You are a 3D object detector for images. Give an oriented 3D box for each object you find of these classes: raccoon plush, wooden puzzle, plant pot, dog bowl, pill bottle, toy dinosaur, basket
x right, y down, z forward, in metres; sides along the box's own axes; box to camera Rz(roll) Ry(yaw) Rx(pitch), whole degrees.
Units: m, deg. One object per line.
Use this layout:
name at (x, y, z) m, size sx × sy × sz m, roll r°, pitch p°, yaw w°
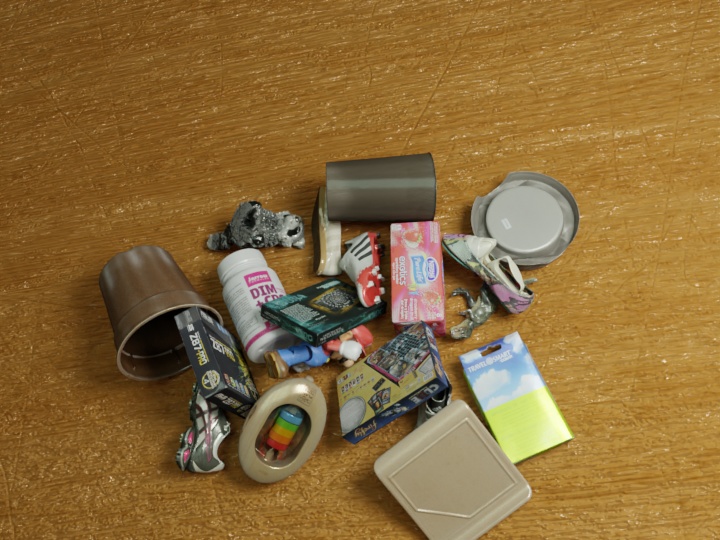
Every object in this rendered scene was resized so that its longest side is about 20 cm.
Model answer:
raccoon plush at (-0.207, -0.082, 1.298) m, size 0.200 × 0.134 × 0.097 m, roll -3°, pitch 79°, yaw 43°
wooden puzzle at (0.149, 0.336, 1.016) m, size 0.185 × 0.037 × 0.200 m, roll -38°, pitch 94°, yaw 3°
plant pot at (-0.395, 0.071, 1.196) m, size 0.200 × 0.200 × 0.198 m, roll -35°, pitch 57°, yaw -6°
dog bowl at (0.313, -0.090, 1.202) m, size 0.199 × 0.059 × 0.201 m, roll -4°, pitch 66°, yaw 9°
pill bottle at (-0.195, 0.065, 1.194) m, size 0.113 × 0.113 × 0.200 m, roll -28°, pitch 65°, yaw -3°
toy dinosaur at (0.227, 0.050, 1.167) m, size 0.200 × 0.047 × 0.088 m, roll -37°, pitch 69°, yaw -12°
basket at (0.035, -0.154, 1.200) m, size 0.199 × 0.180 × 0.136 m, roll -2°, pitch 101°, yaw -2°

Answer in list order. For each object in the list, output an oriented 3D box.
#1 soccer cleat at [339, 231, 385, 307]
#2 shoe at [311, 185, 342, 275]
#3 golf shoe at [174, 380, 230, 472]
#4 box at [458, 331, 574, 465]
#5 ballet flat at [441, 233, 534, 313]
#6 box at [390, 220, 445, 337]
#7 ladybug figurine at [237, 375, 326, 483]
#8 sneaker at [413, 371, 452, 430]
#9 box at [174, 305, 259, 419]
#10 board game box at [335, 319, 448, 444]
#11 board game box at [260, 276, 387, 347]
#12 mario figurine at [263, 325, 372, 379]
soccer cleat at (0.000, 0.000, 1.191) m, size 0.085 × 0.069 × 0.200 m, roll -13°, pitch 39°, yaw 16°
shoe at (-0.067, -0.079, 1.267) m, size 0.053 × 0.070 × 0.201 m, roll 6°, pitch 64°, yaw -17°
golf shoe at (-0.278, 0.270, 1.154) m, size 0.088 × 0.077 × 0.201 m, roll 10°, pitch 70°, yaw -7°
box at (0.264, 0.221, 1.081) m, size 0.122 × 0.048 × 0.200 m, roll -23°, pitch 65°, yaw 0°
ballet flat at (0.236, -0.011, 1.127) m, size 0.200 × 0.071 × 0.069 m, roll 47°, pitch 39°, yaw 12°
box at (0.108, 0.018, 1.168) m, size 0.095 × 0.100 × 0.201 m, roll -3°, pitch 66°, yaw 9°
ladybug figurine at (-0.137, 0.273, 1.099) m, size 0.136 × 0.072 × 0.200 m, roll 34°, pitch 87°, yaw -15°
sneaker at (0.119, 0.257, 1.054) m, size 0.075 × 0.115 × 0.201 m, roll -1°, pitch 67°, yaw 9°
box at (-0.246, 0.169, 1.111) m, size 0.049 × 0.200 × 0.161 m, roll -29°, pitch 64°, yaw -1°
board game box at (0.047, 0.190, 1.069) m, size 0.200 × 0.035 × 0.136 m, roll -36°, pitch 34°, yaw 20°
board game box at (-0.063, 0.069, 1.132) m, size 0.135 × 0.200 × 0.028 m, roll 24°, pitch 117°, yaw 32°
mario figurine at (-0.065, 0.159, 1.132) m, size 0.199 × 0.106 × 0.123 m, roll -17°, pitch 34°, yaw -22°
